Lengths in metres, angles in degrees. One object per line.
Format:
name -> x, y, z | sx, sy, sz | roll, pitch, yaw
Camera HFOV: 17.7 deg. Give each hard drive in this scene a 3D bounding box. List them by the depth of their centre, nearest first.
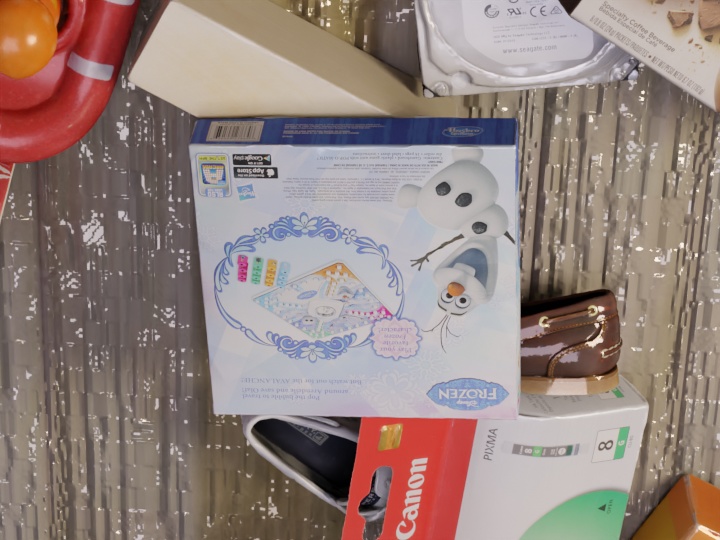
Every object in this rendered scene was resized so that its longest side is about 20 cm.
hard drive -> 0.097, -0.207, 1.417 | 0.139, 0.038, 0.201 | -4, 117, 5

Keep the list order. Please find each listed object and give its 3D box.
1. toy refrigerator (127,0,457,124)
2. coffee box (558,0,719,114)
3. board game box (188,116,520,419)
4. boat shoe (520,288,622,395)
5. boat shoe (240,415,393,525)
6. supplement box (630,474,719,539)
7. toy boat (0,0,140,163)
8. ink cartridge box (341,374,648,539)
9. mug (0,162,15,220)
toy refrigerator -> -0.042, -0.110, 1.453 | 0.200, 0.076, 0.070 | 27, 116, -12
coffee box -> 0.220, -0.162, 1.385 | 0.200, 0.080, 0.113 | 30, 108, -25
board game box -> 0.000, 0.000, 1.446 | 0.199, 0.043, 0.200 | 1, 121, 6
boat shoe -> 0.073, 0.043, 1.535 | 0.199, 0.070, 0.071 | -3, 110, 3
boat shoe -> 0.001, 0.143, 1.591 | 0.200, 0.065, 0.074 | 28, 116, -11
supplement box -> 0.202, 0.243, 1.635 | 0.069, 0.067, 0.200 | 29, 116, -15
toy boat -> -0.205, -0.155, 1.405 | 0.130, 0.131, 0.201 | 16, 116, -6
ink cartridge box -> 0.088, 0.158, 1.560 | 0.199, 0.050, 0.161 | -7, 122, -27
mug -> -0.334, -0.029, 1.480 | 0.199, 0.133, 0.178 | 13, 104, -9
